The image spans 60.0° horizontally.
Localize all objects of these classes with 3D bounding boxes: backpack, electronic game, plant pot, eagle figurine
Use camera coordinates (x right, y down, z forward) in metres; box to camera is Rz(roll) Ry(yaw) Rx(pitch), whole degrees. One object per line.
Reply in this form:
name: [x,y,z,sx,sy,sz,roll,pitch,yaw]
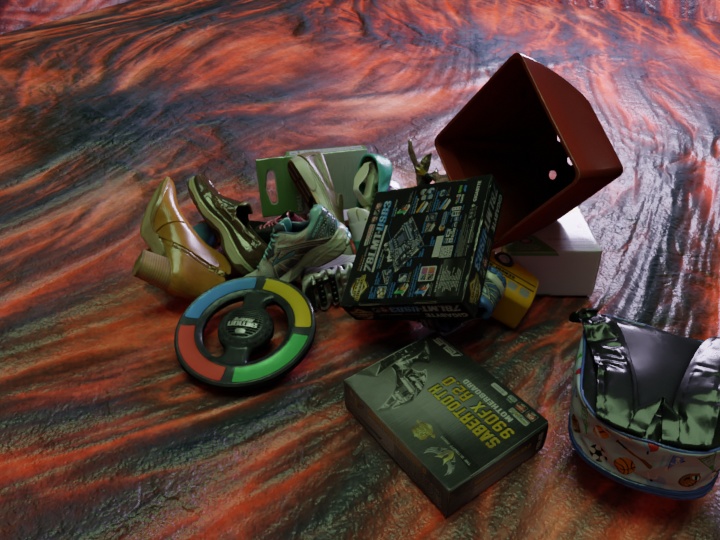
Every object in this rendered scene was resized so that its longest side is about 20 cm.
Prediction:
backpack: [0.314,0.152,0.687,0.197,0.156,0.190,9,28,25]
electronic game: [-0.160,0.082,0.870,0.197,0.042,0.202,-1,45,1]
plant pot: [0.259,-0.165,0.916,0.174,0.200,0.202,-6,67,-36]
eagle figurine: [0.166,-0.143,1.116,0.199,0.151,0.152,19,75,51]

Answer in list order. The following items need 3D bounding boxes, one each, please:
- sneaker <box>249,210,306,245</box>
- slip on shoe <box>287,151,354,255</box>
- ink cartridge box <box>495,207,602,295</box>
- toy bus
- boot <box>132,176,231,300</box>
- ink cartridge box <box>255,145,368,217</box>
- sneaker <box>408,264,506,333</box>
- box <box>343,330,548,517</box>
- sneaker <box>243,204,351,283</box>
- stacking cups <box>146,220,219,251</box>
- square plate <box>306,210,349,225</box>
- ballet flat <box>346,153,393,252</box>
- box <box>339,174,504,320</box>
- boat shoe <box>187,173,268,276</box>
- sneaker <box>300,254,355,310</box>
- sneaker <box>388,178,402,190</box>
sneaker: [-0.128,-0.064,1.048,0.198,0.096,0.079,17,41,26]
slip on shoe: [-0.053,-0.107,1.047,0.060,0.076,0.202,-26,81,-22]
ink cartridge box: [0.292,-0.052,1.026,0.143,0.089,0.201,0,34,2]
toy bus: [0.161,-0.001,0.927,0.198,0.066,0.078,30,44,8]
boot: [-0.272,-0.043,0.986,0.143,0.071,0.203,23,48,-31]
ink cartridge box: [-0.083,-0.160,1.114,0.197,0.105,0.059,-7,19,-7]
sneaker: [0.100,0.045,0.869,0.198,0.078,0.086,-13,32,30]
box: [0.097,0.171,0.751,0.157,0.049,0.200,-22,40,-28]
sneaker: [-0.114,-0.034,0.958,0.199,0.087,0.078,-30,22,17]
stacking cups: [-0.277,-0.059,1.070,0.060,0.061,0.200,18,40,25]
square plate: [-0.021,-0.140,1.208,0.197,0.029,0.199,-11,37,-13]
ballet flat: [0.009,-0.106,1.043,0.067,0.070,0.203,-14,61,46]
box: [0.084,-0.030,0.861,0.197,0.050,0.202,-6,55,38]
boat shoe: [-0.211,-0.089,1.035,0.074,0.075,0.203,-36,75,6]
sneaker: [0.000,0.000,0.980,0.197,0.076,0.081,-10,27,-13]
sneaker: [0.084,-0.108,1.060,0.072,0.115,0.202,17,42,-26]
